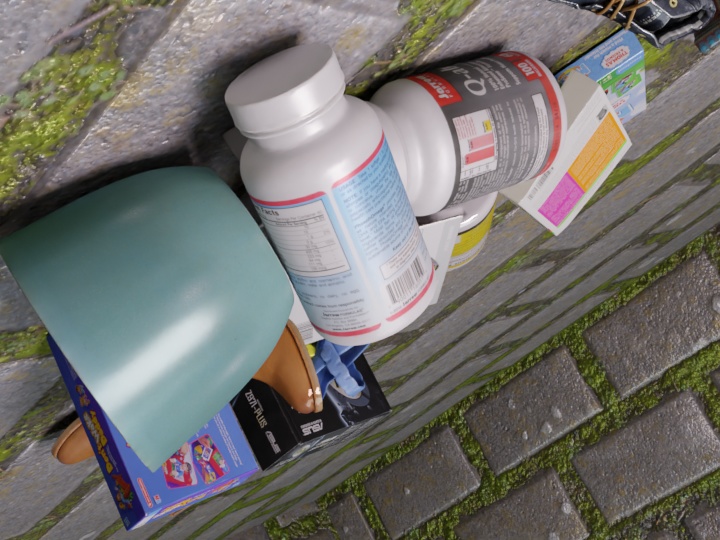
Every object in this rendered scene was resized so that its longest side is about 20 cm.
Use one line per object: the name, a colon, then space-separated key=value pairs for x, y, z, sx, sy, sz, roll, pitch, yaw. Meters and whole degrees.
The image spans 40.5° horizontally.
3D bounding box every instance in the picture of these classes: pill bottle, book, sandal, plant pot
pill bottle: x=0.084 y=-0.064 z=1.023 sx=0.110 sy=0.113 sz=0.200 roll=-28 pitch=165 yaw=-5
pill bottle: x=-0.022 y=-0.054 z=0.710 sx=0.107 sy=0.109 sz=0.202 roll=-27 pitch=121 yaw=-7
pill bottle: x=0.072 y=-0.114 z=0.840 sx=0.197 sy=0.117 sz=0.116 roll=-20 pitch=162 yaw=-31
book: x=0.212 y=-0.111 z=1.004 sx=0.135 sy=0.048 sz=0.199 roll=-57 pitch=158 yaw=6
sandal: x=-0.019 y=0.064 z=1.123 sx=0.086 sy=0.204 sz=0.079 roll=12 pitch=176 yaw=24
plant pot: x=-0.147 y=0.018 z=0.732 sx=0.160 sy=0.201 sz=0.201 roll=-36 pitch=166 yaw=-14

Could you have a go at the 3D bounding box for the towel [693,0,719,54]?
towel: x=0.360 y=-0.289 z=0.832 sx=0.199 sy=0.022 sz=0.148 roll=-40 pitch=-154 yaw=35

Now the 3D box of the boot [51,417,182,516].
boot: x=-0.261 y=0.229 z=1.188 sx=0.197 sy=0.157 sz=0.077 roll=-26 pitch=165 yaw=-13

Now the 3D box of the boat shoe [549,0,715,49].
boat shoe: x=0.212 y=-0.228 z=0.786 sx=0.198 sy=0.092 sz=0.071 roll=-17 pitch=161 yaw=-37

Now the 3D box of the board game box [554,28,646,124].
board game box: x=0.246 y=-0.181 z=1.092 sx=0.150 sy=0.037 sz=0.200 roll=-34 pitch=165 yaw=11

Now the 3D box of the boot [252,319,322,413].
boot: x=-0.140 y=0.080 z=0.897 sx=0.154 sy=0.201 sz=0.077 roll=-30 pitch=164 yaw=-27

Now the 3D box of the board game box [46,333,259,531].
board game box: x=-0.199 y=0.128 z=0.939 sx=0.133 sy=0.202 sz=0.045 roll=-12 pitch=158 yaw=-45

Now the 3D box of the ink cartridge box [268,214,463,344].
ink cartridge box: x=0.000 y=0.000 z=0.940 sx=0.171 sy=0.044 sz=0.201 roll=-18 pitch=157 yaw=-11

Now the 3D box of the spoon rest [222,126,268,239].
spoon rest: x=-0.079 y=-0.059 z=0.843 sx=0.098 sy=0.061 sz=0.200 roll=-27 pitch=163 yaw=-8

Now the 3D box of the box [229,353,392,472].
box: x=-0.076 y=0.155 z=1.308 sx=0.086 sy=0.166 sz=0.198 roll=-39 pitch=161 yaw=35
